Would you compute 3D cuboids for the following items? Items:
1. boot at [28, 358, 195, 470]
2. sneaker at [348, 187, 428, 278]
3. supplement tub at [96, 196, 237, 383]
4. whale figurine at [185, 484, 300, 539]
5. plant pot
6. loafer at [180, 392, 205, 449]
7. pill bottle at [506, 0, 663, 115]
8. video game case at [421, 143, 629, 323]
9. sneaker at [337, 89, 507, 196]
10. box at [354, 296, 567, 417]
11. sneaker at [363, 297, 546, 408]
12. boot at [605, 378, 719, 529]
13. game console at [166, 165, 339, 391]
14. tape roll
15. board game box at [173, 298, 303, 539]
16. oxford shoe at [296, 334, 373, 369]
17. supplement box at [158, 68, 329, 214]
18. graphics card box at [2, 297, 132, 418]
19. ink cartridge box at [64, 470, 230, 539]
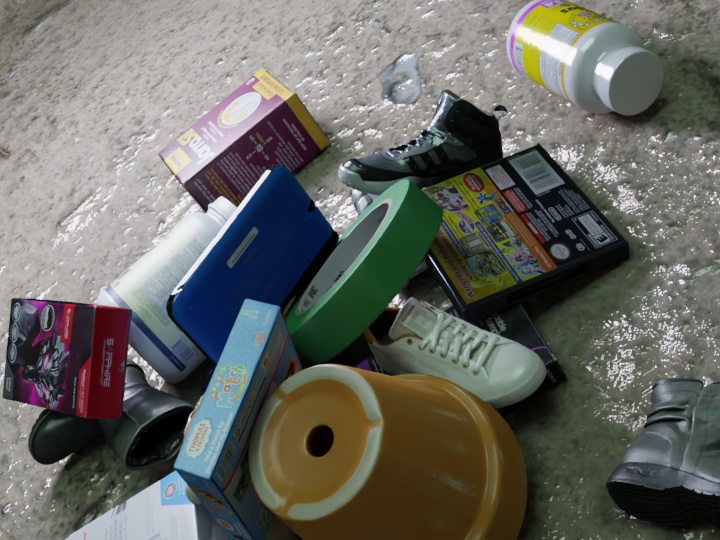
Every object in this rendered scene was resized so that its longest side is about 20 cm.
[{"bbox_3d":[-0.289,0.189,1.249,0.182,0.073,0.200,-44,35,-10],"label":"boot"},{"bbox_3d":[0.060,-0.065,1.258,0.115,0.075,0.200,-24,44,4],"label":"sneaker"},{"bbox_3d":[-0.201,0.022,1.304,0.200,0.145,0.145,-44,36,-9],"label":"supplement tub"},{"bbox_3d":[-0.089,0.213,1.057,0.159,0.104,0.200,-9,63,-1],"label":"whale figurine"},{"bbox_3d":[0.010,0.166,0.892,0.200,0.183,0.200,-15,59,27],"label":"plant pot"},{"bbox_3d":[-0.145,0.150,1.193,0.063,0.072,0.200,-26,27,45],"label":"loafer"},{"bbox_3d":[0.260,-0.245,1.250,0.104,0.104,0.200,-39,36,-3],"label":"pill bottle"},{"bbox_3d":[0.152,-0.044,1.132,0.181,0.026,0.200,-21,42,-7],"label":"video game case"},{"bbox_3d":[0.073,-0.146,1.219,0.200,0.114,0.075,-3,22,-16],"label":"sneaker"},{"bbox_3d":[0.088,0.105,1.066,0.200,0.036,0.143,-33,37,7],"label":"box"},{"bbox_3d":[0.076,0.073,1.011,0.200,0.085,0.073,8,53,42],"label":"sneaker"},{"bbox_3d":[0.297,0.139,0.833,0.200,0.068,0.131,7,48,42],"label":"boot"},{"bbox_3d":[-0.126,0.012,1.134,0.118,0.171,0.200,8,55,44],"label":"game console"},{"bbox_3d":[0.000,0.000,1.076,0.200,0.048,0.200,-48,10,12],"label":"tape roll"},{"bbox_3d":[-0.091,0.137,0.924,0.037,0.200,0.151,13,63,15],"label":"board game box"},{"bbox_3d":[-0.060,0.102,1.170,0.200,0.071,0.071,-31,30,-11],"label":"oxford shoe"},{"bbox_3d":[-0.166,-0.173,1.526,0.200,0.103,0.131,-41,37,-4],"label":"supplement box"},{"bbox_3d":[-0.343,0.098,1.250,0.200,0.051,0.126,3,88,46],"label":"graphics card box"},{"bbox_3d":[-0.228,0.297,1.086,0.200,0.067,0.116,-32,36,10],"label":"ink cartridge box"}]
